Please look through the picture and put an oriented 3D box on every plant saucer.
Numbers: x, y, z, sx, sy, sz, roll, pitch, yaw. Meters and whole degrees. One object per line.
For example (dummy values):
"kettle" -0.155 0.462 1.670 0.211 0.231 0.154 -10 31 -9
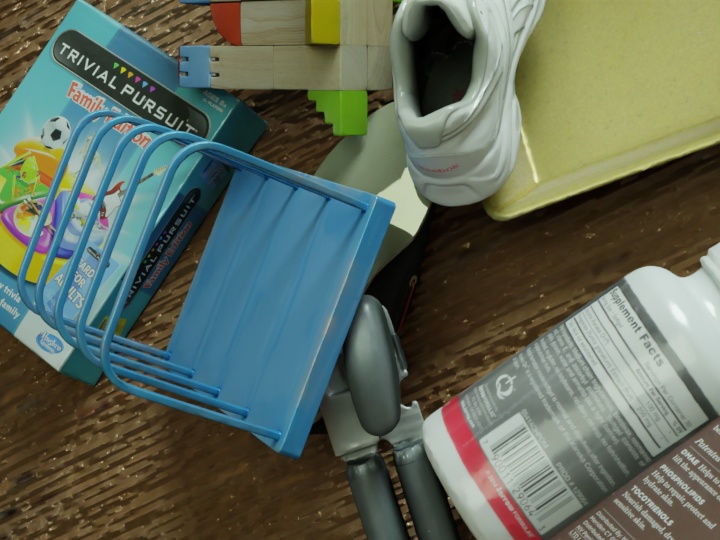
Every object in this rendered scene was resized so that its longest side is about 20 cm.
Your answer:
"plant saucer" 0.147 -0.142 0.899 0.199 0.048 0.201 -20 68 16

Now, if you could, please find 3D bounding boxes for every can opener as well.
"can opener" 0.016 0.113 0.836 0.052 0.066 0.202 -17 94 8

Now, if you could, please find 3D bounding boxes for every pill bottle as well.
"pill bottle" 0.140 0.068 0.805 0.199 0.111 0.111 -36 65 8

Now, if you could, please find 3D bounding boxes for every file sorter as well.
"file sorter" -0.095 -0.005 0.854 0.200 0.122 0.140 22 91 64

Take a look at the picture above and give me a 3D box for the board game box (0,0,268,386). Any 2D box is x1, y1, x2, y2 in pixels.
"board game box" -0.177 -0.053 1.002 0.151 0.047 0.201 33 89 26

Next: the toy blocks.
"toy blocks" -0.049 -0.183 0.917 0.136 0.100 0.202 6 99 37

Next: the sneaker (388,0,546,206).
"sneaker" 0.056 -0.143 0.851 0.077 0.099 0.202 -3 70 17

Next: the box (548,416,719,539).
"box" 0.192 0.123 0.740 0.199 0.101 0.075 -33 33 -6

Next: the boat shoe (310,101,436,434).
"boat shoe" -0.002 -0.001 0.908 0.073 0.063 0.203 21 86 24
